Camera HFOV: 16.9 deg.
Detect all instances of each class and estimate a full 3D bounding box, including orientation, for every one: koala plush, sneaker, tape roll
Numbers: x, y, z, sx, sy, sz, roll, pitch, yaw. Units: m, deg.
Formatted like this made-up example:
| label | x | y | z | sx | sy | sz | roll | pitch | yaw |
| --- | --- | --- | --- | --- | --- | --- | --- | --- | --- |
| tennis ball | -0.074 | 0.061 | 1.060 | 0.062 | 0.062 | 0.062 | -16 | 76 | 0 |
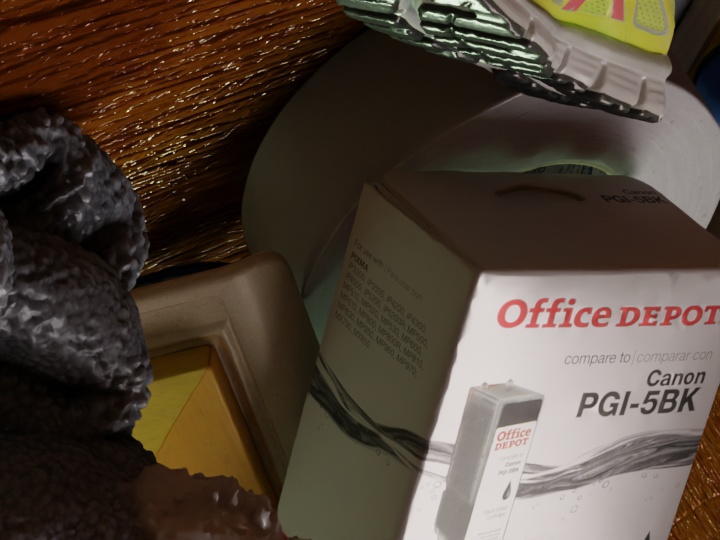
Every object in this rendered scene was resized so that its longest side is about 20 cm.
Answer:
| label | x | y | z | sx | sy | sz | roll | pitch | yaw |
| --- | --- | --- | --- | --- | --- | --- | --- | --- | --- |
| koala plush | -0.113 | 0.067 | 0.795 | 0.177 | 0.201 | 0.184 | -37 | 171 | 29 |
| sneaker | 0.057 | -0.115 | 0.853 | 0.200 | 0.078 | 0.091 | 16 | 91 | -61 |
| tape roll | 0.053 | -0.030 | 1.029 | 0.199 | 0.066 | 0.201 | -20 | 144 | -15 |

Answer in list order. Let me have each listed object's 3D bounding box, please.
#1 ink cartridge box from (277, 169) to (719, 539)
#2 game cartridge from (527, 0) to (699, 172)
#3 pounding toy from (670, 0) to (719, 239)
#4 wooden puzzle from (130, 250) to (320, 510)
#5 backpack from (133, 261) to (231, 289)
| label | x | y | z | sx | sy | sz | roll | pitch | yaw |
| --- | --- | --- | --- | --- | --- | --- | --- | --- | --- |
| ink cartridge box | 0.056 | 0.069 | 0.970 | 0.146 | 0.083 | 0.201 | -1 | 117 | -34 |
| game cartridge | 0.117 | -0.079 | 1.146 | 0.133 | 0.040 | 0.201 | -17 | 142 | -52 |
| pounding toy | 0.199 | -0.014 | 1.115 | 0.142 | 0.184 | 0.201 | -21 | 146 | -54 |
| wooden puzzle | -0.100 | 0.095 | 0.999 | 0.199 | 0.186 | 0.037 | -16 | -148 | 5 |
| backpack | -0.054 | 0.084 | 1.145 | 0.199 | 0.147 | 0.184 | -10 | 128 | -34 |
